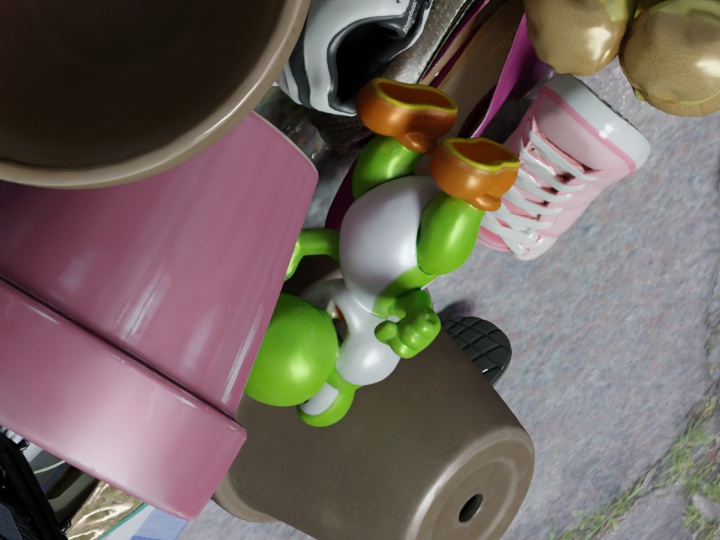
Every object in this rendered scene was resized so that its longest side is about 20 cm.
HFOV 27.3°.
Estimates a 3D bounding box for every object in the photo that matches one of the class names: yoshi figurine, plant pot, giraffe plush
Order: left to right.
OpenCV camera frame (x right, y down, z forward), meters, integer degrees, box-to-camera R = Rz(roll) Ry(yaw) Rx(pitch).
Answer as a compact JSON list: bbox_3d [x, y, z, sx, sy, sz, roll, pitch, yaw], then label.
[{"bbox_3d":[-0.113,-0.132,0.625,0.201,0.201,0.093,-49,175,5],"label":"plant pot"},{"bbox_3d":[-0.119,-0.004,0.724,0.179,0.200,0.200,-59,144,-8],"label":"plant pot"},{"bbox_3d":[-0.007,0.004,0.782,0.112,0.112,0.200,22,118,-10],"label":"yoshi figurine"},{"bbox_3d":[0.008,0.104,0.927,0.200,0.175,0.201,-29,138,-30],"label":"plant pot"},{"bbox_3d":[0.169,-0.151,0.793,0.162,0.172,0.200,81,26,-65],"label":"giraffe plush"}]

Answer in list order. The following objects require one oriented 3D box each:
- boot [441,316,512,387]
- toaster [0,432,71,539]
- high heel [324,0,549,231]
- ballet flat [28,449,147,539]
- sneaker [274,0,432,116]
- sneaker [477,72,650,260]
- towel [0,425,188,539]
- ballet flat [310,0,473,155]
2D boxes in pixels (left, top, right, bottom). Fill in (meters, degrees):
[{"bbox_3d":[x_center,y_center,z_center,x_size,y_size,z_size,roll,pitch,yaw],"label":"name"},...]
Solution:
[{"bbox_3d":[0.042,0.122,1.106,0.200,0.068,0.131,-45,154,3],"label":"boot"},{"bbox_3d":[-0.233,0.127,0.719,0.119,0.181,0.200,-42,136,-2],"label":"toaster"},{"bbox_3d":[0.044,-0.098,0.876,0.200,0.067,0.096,-50,156,-19],"label":"high heel"},{"bbox_3d":[-0.189,0.149,0.866,0.200,0.071,0.065,-46,117,-4],"label":"ballet flat"},{"bbox_3d":[0.024,-0.166,0.786,0.200,0.080,0.074,-53,141,7],"label":"sneaker"},{"bbox_3d":[0.114,-0.055,0.920,0.105,0.075,0.200,-49,178,-1],"label":"sneaker"},{"bbox_3d":[-0.180,0.151,0.937,0.200,0.024,0.147,18,112,-51],"label":"towel"},{"bbox_3d":[0.050,-0.143,0.842,0.200,0.046,0.067,-49,174,8],"label":"ballet flat"}]
